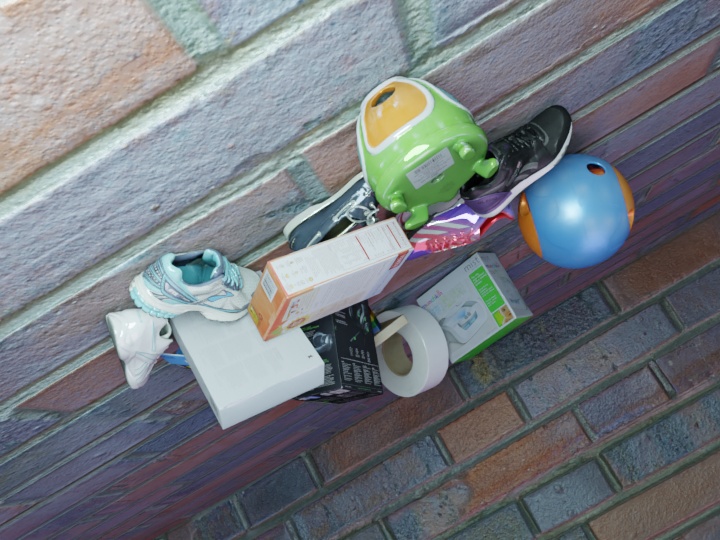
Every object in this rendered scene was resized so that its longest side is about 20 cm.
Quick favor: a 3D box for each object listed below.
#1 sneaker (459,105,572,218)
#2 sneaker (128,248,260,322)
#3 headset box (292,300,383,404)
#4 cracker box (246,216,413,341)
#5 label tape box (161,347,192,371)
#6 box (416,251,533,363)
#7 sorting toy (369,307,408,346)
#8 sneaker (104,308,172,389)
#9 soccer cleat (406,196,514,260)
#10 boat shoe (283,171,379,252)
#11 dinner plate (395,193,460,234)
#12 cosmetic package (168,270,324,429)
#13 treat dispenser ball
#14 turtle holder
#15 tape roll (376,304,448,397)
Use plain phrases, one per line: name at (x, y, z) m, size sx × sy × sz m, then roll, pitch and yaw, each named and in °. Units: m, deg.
sneaker at (0.227, -0.168, 1.013) m, size 0.200 × 0.076 × 0.087 m, roll -48°, pitch 145°, yaw 7°
sneaker at (-0.188, 0.015, 0.884) m, size 0.086 × 0.078 × 0.199 m, roll -43°, pitch 158°, yaw 28°
headset box at (-0.048, 0.110, 1.145) m, size 0.092 × 0.202 × 0.174 m, roll -15°, pitch 163°, yaw 20°
cracker box at (-0.041, 0.011, 0.921) m, size 0.199 × 0.058 × 0.134 m, roll -20°, pitch 160°, yaw -30°
label tape box at (-0.200, 0.136, 1.085) m, size 0.142 × 0.067 × 0.200 m, roll 0°, pitch 156°, yaw 27°
box at (0.261, 0.084, 1.597) m, size 0.200 × 0.177 × 0.096 m, roll -40°, pitch 158°, yaw 31°
sorting toy at (-0.035, 0.142, 1.362) m, size 0.199 × 0.070 × 0.199 m, roll -35°, pitch -178°, yaw -27°
sneaker at (-0.300, 0.108, 0.967) m, size 0.080 × 0.071 × 0.201 m, roll -21°, pitch 160°, yaw -22°
soccer cleat at (0.152, -0.065, 1.120) m, size 0.199 × 0.074 × 0.068 m, roll -33°, pitch 162°, yaw 10°
boat shoe at (-0.011, -0.079, 0.923) m, size 0.199 × 0.062 × 0.075 m, roll -32°, pitch 162°, yaw 7°
dinner plate at (0.130, -0.115, 1.109) m, size 0.199 × 0.024 × 0.200 m, roll -27°, pitch 163°, yaw -9°
cosmetic package at (-0.161, 0.101, 0.950) m, size 0.150 × 0.200 × 0.052 m, roll -22°, pitch 140°, yaw -22°
treat dispenser ball at (0.381, -0.105, 1.232) m, size 0.200 × 0.202 × 0.201 m, roll -26°, pitch 162°, yaw -9°
turtle holder at (0.073, -0.140, 0.777) m, size 0.185 × 0.132 × 0.141 m, roll -10°, pitch 153°, yaw -48°
tape roll at (0.106, 0.183, 1.590) m, size 0.070 × 0.203 × 0.203 m, roll -15°, pitch 157°, yaw -39°
